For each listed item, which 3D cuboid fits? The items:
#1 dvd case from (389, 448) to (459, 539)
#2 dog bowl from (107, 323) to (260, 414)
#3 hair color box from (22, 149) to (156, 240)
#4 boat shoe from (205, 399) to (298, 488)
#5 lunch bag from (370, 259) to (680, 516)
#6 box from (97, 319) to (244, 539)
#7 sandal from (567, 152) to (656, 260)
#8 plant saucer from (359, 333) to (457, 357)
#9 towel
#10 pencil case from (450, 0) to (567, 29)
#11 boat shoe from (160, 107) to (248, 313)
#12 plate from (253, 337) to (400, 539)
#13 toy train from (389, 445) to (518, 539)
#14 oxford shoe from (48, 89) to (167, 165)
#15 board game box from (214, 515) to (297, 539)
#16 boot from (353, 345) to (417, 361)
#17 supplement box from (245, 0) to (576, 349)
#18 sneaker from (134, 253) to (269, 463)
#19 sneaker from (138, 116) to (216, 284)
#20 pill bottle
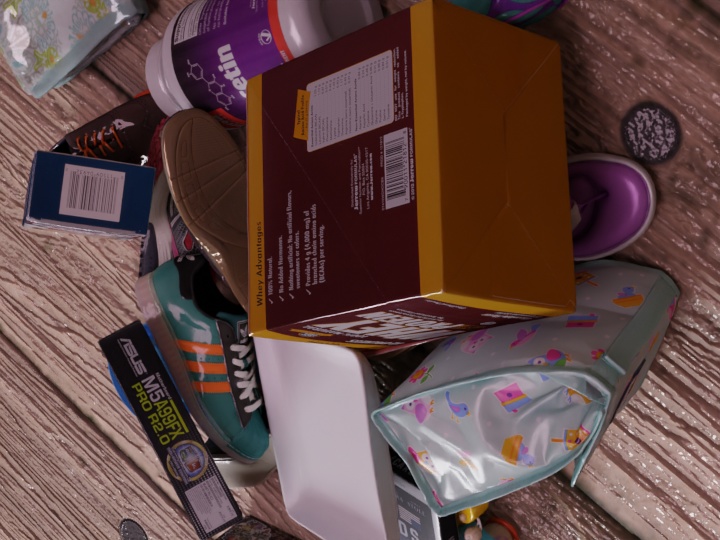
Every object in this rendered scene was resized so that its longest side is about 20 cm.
[{"bbox_3d":[0.035,0.242,1.169,0.150,0.025,0.200,26,138,43],"label":"dvd case"},{"bbox_3d":[-0.171,0.091,1.291,0.200,0.050,0.112,-17,99,42],"label":"dog bowl"},{"bbox_3d":[-0.241,-0.062,1.128,0.200,0.100,0.061,-177,95,-75],"label":"hair color box"},{"bbox_3d":[-0.103,0.168,1.279,0.067,0.057,0.200,32,142,-24],"label":"boat shoe"},{"bbox_3d":[0.138,0.082,0.966,0.200,0.170,0.122,-28,98,40],"label":"lunch bag"},{"bbox_3d":[-0.176,0.149,1.194,0.200,0.044,0.160,62,169,4],"label":"box"},{"bbox_3d":[0.132,-0.039,0.996,0.202,0.050,0.083,-7,106,39],"label":"sandal"},{"bbox_3d":[0.072,-0.045,0.996,0.200,0.037,0.200,-18,70,45],"label":"plant saucer"},{"bbox_3d":[-0.298,-0.275,1.223,0.200,0.048,0.172,-25,94,42],"label":"towel"},{"bbox_3d":[0.072,-0.263,0.916,0.092,0.085,0.200,-25,94,25],"label":"pencil case"},{"bbox_3d":[-0.119,-0.048,1.090,0.065,0.072,0.200,25,148,57],"label":"boat shoe"},{"bbox_3d":[-0.025,0.144,1.107,0.200,0.032,0.200,13,116,59],"label":"plate"},{"bbox_3d":[0.074,0.200,1.153,0.150,0.056,0.200,-2,116,57],"label":"toy train"},{"bbox_3d":[-0.233,-0.119,1.226,0.200,0.072,0.071,-21,96,41],"label":"oxford shoe"},{"bbox_3d":[-0.070,0.372,1.308,0.200,0.097,0.160,18,120,31],"label":"board game box"},{"bbox_3d":[0.000,0.000,1.111,0.200,0.077,0.156,-24,91,49],"label":"boot"},{"bbox_3d":[0.030,-0.056,0.918,0.200,0.133,0.198,-14,73,46],"label":"supplement box"},{"bbox_3d":[-0.127,0.078,1.174,0.080,0.071,0.200,-28,93,17],"label":"sneaker"},{"bbox_3d":[-0.164,-0.060,1.193,0.074,0.081,0.200,4,136,-8],"label":"sneaker"},{"bbox_3d":[-0.084,-0.181,1.056,0.200,0.112,0.113,-13,102,41],"label":"pill bottle"}]
